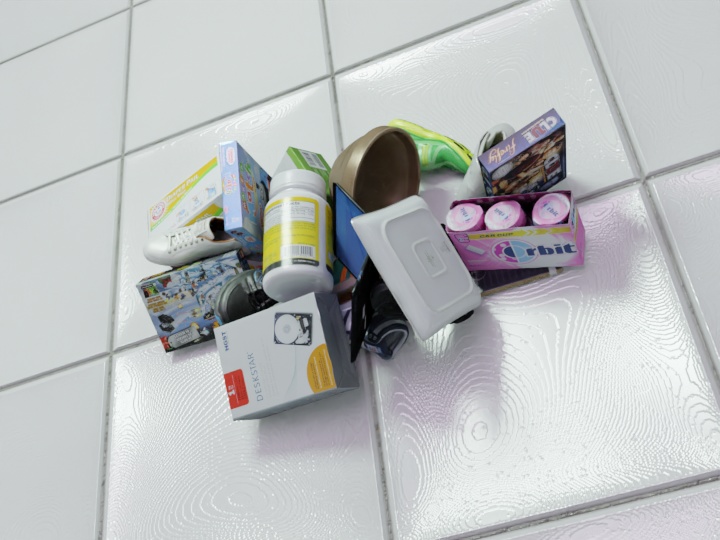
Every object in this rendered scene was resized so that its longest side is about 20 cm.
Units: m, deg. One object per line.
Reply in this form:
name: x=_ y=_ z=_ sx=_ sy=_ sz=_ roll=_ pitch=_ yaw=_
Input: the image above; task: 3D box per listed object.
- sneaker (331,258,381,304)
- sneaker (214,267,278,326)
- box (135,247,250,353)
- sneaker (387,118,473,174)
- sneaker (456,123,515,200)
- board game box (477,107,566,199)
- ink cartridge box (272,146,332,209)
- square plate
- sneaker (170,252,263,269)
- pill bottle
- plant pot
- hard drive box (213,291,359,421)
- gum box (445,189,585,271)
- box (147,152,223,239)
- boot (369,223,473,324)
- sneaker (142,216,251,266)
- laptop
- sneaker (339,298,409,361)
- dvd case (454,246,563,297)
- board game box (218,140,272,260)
sneaker: x=0.000 y=0.000 z=1.600 sx=0.199 sy=0.071 sz=0.080 roll=-23 pitch=56 yaw=12
sneaker: x=-0.157 y=0.027 z=1.588 sx=0.200 sy=0.073 sz=0.082 roll=-39 pitch=27 yaw=-30
box: x=-0.275 y=0.053 z=1.661 sx=0.199 sy=0.137 sz=0.040 roll=-16 pitch=16 yaw=15
sneaker: x=0.125 y=-0.204 z=1.689 sx=0.200 sy=0.074 sz=0.084 roll=27 pitch=100 yaw=32
sneaker: x=0.229 y=-0.199 z=1.572 sx=0.073 sy=0.116 sz=0.200 roll=27 pitch=53 yaw=3
board game box: x=0.256 y=-0.159 z=1.480 sx=0.135 sy=0.200 sz=0.035 roll=-34 pitch=68 yaw=1
ink cartridge box: x=-0.119 y=-0.100 z=1.732 sx=0.200 sy=0.076 sz=0.148 roll=-58 pitch=45 yaw=26
square plate: x=0.093 y=-0.014 z=1.405 sx=0.028 sy=0.198 sz=0.201 roll=-33 pitch=85 yaw=36
sneaker: x=-0.260 y=-0.025 z=1.722 sx=0.199 sy=0.078 sz=0.083 roll=5 pitch=69 yaw=5
pill bottle: x=-0.101 y=-0.056 z=1.547 sx=0.114 sy=0.114 sz=0.201 roll=-12 pitch=58 yaw=18
plant pot: x=0.012 y=-0.148 z=1.611 sx=0.092 sy=0.201 sz=0.201 roll=14 pitch=66 yaw=34
hard drive box: x=-0.119 y=0.138 z=1.509 sx=0.199 sy=0.077 sz=0.157 roll=-21 pitch=76 yaw=26
gum box: x=0.238 y=-0.059 z=1.476 sx=0.199 sy=0.114 sz=0.066 roll=-4 pitch=57 yaw=24
box: x=-0.287 y=-0.105 z=1.752 sx=0.200 sy=0.112 sz=0.102 roll=-34 pitch=48 yaw=25
boot: x=0.080 y=-0.009 z=1.478 sx=0.076 sy=0.199 sz=0.169 roll=-43 pitch=50 yaw=38
sneaker: x=-0.286 y=-0.062 z=1.652 sx=0.199 sy=0.085 sz=0.073 roll=-8 pitch=60 yaw=1
laptop: x=-0.025 y=0.002 z=1.450 sx=0.103 sy=0.178 sz=0.200 roll=14 pitch=52 yaw=11
sneaker: x=-0.016 y=0.111 z=1.536 sx=0.199 sy=0.070 sz=0.109 roll=-27 pitch=50 yaw=4
dvd case: x=0.217 y=-0.030 z=1.551 sx=0.199 sy=0.016 sz=0.149 roll=-18 pitch=52 yaw=15
board game box: x=-0.184 y=-0.111 z=1.610 sx=0.036 sy=0.200 sz=0.152 roll=-10 pitch=73 yaw=13
